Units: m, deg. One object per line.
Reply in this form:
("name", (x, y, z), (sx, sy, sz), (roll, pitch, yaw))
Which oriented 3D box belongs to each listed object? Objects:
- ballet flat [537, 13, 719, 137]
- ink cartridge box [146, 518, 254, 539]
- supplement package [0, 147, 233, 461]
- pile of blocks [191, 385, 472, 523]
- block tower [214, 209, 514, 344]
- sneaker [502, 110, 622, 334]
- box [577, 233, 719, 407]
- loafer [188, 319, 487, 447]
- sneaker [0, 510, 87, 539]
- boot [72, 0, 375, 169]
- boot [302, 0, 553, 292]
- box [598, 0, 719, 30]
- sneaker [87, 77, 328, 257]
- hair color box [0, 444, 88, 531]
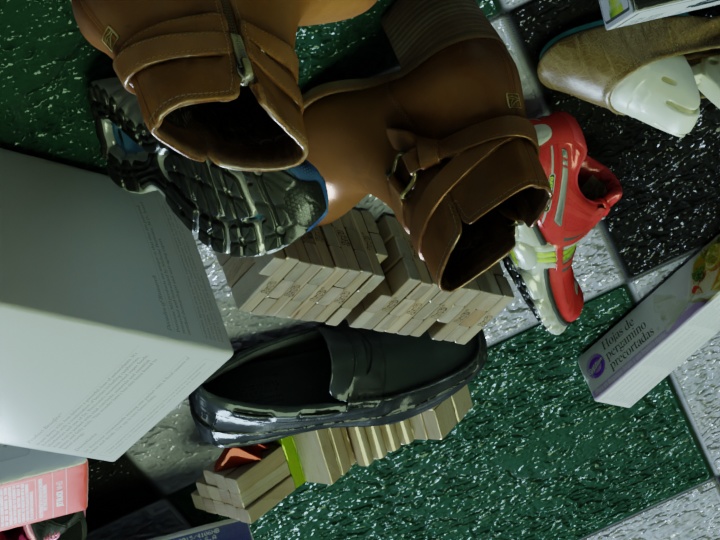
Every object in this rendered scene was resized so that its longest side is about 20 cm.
("ballet flat", (0.205, -0.116, 1.670), (0.199, 0.073, 0.068), (-7, 148, -23))
("ink cartridge box", (-0.179, 0.226, 1.961), (0.199, 0.041, 0.200), (-14, 168, -14))
("supplement package", (-0.194, 0.016, 1.574), (0.199, 0.120, 0.121), (14, 135, -45))
("pile of blocks", (-0.025, 0.098, 1.879), (0.199, 0.082, 0.062), (-22, 114, -15))
("block tower", (0.000, 0.000, 1.736), (0.199, 0.054, 0.058), (11, 135, -42))
("sneaker", (0.127, -0.029, 1.755), (0.085, 0.077, 0.200), (-27, 149, -3))
("box", (0.232, 0.021, 1.929), (0.041, 0.039, 0.200), (12, 135, -41))
("loafer", (-0.013, 0.067, 1.815), (0.200, 0.068, 0.070), (-14, 157, -7))
("sneaker", (-0.225, 0.159, 1.800), (0.079, 0.096, 0.200), (-28, 150, 6))
("boot", (-0.050, -0.118, 1.408), (0.199, 0.156, 0.077), (9, 130, -40))
("boot", (0.030, -0.048, 1.583), (0.076, 0.156, 0.200), (9, 137, -41))
("box", (0.228, -0.185, 1.524), (0.199, 0.060, 0.117), (-13, -179, -3))
("sneaker", (-0.068, -0.073, 1.484), (0.090, 0.200, 0.079), (-23, 120, -23))
("hair color box", (-0.272, 0.108, 1.675), (0.199, 0.111, 0.064), (-12, 147, -15))
